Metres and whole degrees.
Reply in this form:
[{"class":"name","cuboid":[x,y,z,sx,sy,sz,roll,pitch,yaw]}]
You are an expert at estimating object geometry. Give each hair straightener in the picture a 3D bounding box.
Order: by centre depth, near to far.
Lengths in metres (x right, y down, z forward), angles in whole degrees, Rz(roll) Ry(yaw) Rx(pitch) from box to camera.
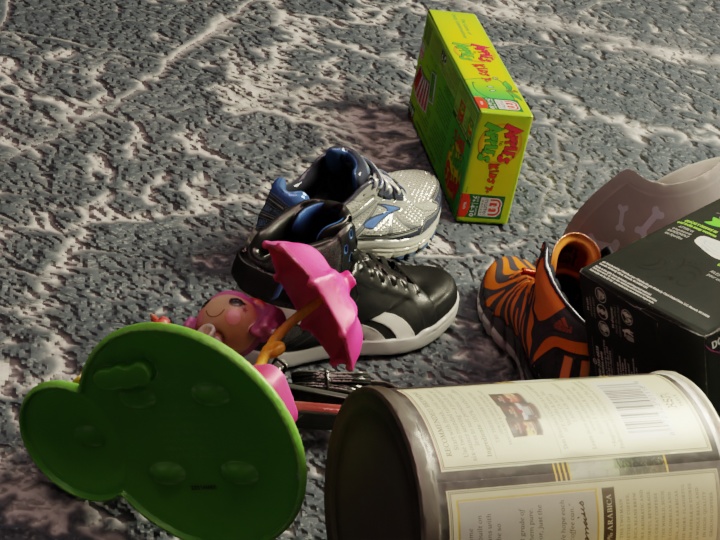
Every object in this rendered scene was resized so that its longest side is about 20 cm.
[{"class":"hair straightener","cuboid":[-0.044,0.074,1.154,0.197,0.041,0.077,1,31,-7]}]

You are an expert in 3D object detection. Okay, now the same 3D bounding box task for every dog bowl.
[{"class":"dog bowl","cuboid":[0.250,-0.026,1.289,0.198,0.201,0.059,-6,59,-28]}]

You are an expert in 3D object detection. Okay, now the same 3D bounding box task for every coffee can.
[{"class":"coffee can","cuboid":[0.096,0.136,0.999,0.198,0.148,0.147,-1,32,-22]}]

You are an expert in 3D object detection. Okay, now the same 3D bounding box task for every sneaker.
[{"class":"sneaker","cuboid":[0.000,0.000,1.227,0.198,0.113,0.073,-13,39,-36]},{"class":"sneaker","cuboid":[0.142,0.015,1.248,0.077,0.113,0.200,2,27,-16]},{"class":"sneaker","cuboid":[-0.001,-0.055,1.345,0.077,0.086,0.199,32,35,31]}]

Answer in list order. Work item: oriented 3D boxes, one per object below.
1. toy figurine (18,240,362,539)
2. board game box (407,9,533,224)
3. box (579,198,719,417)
[{"class":"toy figurine","cuboid":[-0.081,0.056,1.063,0.198,0.152,0.184,-6,25,31]},{"class":"board game box","cuboid":[0.091,-0.136,1.497,0.047,0.103,0.201,3,31,-14]},{"class":"box","cuboid":[0.263,0.043,1.153,0.199,0.150,0.124,-25,33,-24]}]
